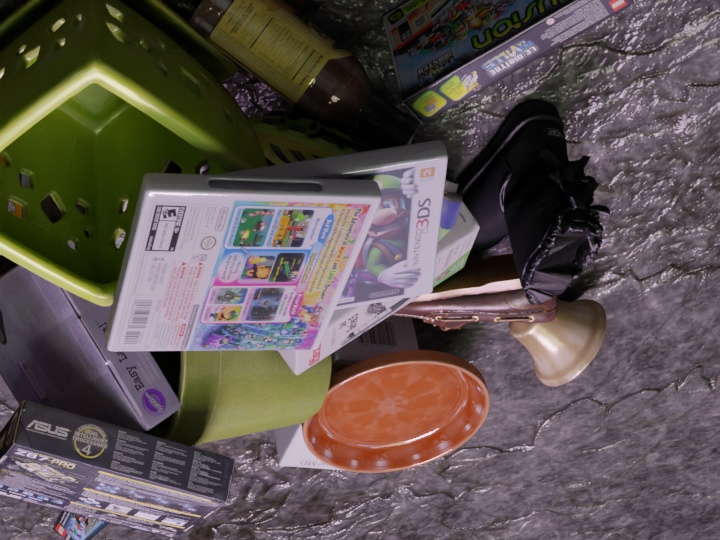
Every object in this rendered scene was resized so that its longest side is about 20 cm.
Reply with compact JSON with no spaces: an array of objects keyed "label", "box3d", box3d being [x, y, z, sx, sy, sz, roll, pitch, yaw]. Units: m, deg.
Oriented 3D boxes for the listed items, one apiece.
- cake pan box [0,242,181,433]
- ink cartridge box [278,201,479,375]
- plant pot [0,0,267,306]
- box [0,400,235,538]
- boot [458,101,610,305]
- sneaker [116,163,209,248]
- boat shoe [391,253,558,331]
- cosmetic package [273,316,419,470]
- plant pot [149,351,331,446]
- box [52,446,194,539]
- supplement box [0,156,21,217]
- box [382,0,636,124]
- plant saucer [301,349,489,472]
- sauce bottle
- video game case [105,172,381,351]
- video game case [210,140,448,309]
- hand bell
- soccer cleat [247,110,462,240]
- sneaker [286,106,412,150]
[{"label":"cake pan box","box3d":[-0.271,0.082,1.388,0.052,0.200,0.184,-33,-177,-39]},{"label":"ink cartridge box","box3d":[0.000,0.000,1.368,0.200,0.084,0.146,-33,169,-10]},{"label":"plant pot","box3d":[-0.211,-0.122,1.194,0.200,0.182,0.199,-32,135,24]},{"label":"box","box3d":[-0.235,0.187,1.364,0.200,0.049,0.161,18,154,-17]},{"label":"boot","box3d":[0.152,-0.040,1.383,0.073,0.163,0.198,7,138,-23]},{"label":"sneaker","box3d":[-0.207,-0.048,1.381,0.200,0.076,0.088,-28,123,13]},{"label":"boat shoe","box3d":[0.095,0.029,1.473,0.199,0.070,0.070,-2,123,16]},{"label":"cosmetic package","box3d":[-0.018,0.132,1.620,0.101,0.071,0.200,6,138,-20]},{"label":"plant pot","box3d":[-0.137,0.093,1.478,0.190,0.200,0.200,4,139,-33]},{"label":"box","box3d":[-0.228,0.193,1.569,0.038,0.200,0.137,41,132,9]},{"label":"supplement box","box3d":[-0.375,-0.100,1.239,0.109,0.109,0.200,-17,140,9]},{"label":"box","box3d":[0.117,-0.213,1.215,0.200,0.110,0.035,-29,137,20]},{"label":"plant saucer","box3d":[0.036,0.145,1.568,0.200,0.032,0.201,-8,140,-7]},{"label":"sauce bottle","box3d":[-0.042,-0.163,1.211,0.200,0.065,0.065,37,126,-8]},{"label":"video game case","box3d":[-0.096,-0.002,1.171,0.182,0.024,0.200,0,141,-20]},{"label":"video game case","box3d":[-0.033,-0.024,1.204,0.199,0.023,0.182,-9,144,-9]},{"label":"hand bell","box3d":[0.148,0.029,1.541,0.200,0.104,0.104,33,125,-25]},{"label":"soccer cleat","box3d":[-0.012,-0.074,1.265,0.200,0.065,0.084,20,111,-8]},{"label":"sneaker","box3d":[-0.041,-0.096,1.359,0.099,0.071,0.200,29,139,-15]}]
